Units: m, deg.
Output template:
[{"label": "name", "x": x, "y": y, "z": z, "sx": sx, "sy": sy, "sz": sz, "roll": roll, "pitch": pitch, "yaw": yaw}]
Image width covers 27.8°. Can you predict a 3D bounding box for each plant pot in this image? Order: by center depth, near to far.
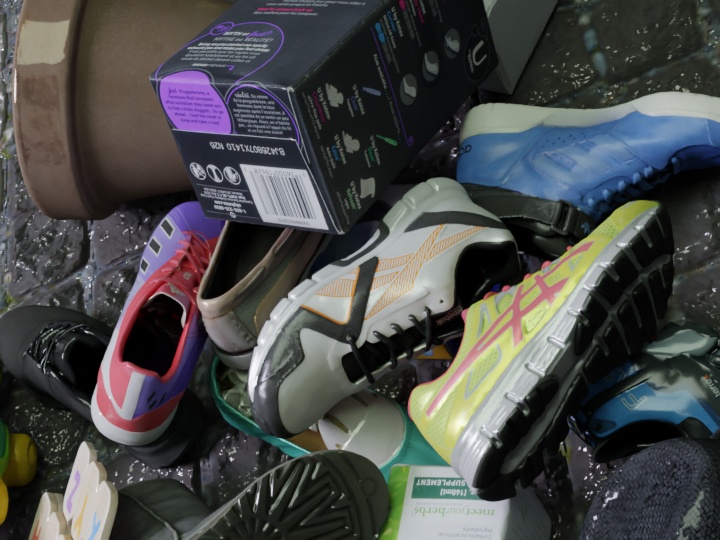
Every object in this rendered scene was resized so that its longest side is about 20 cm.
[{"label": "plant pot", "x": -0.144, "y": -0.134, "z": 1.079, "sx": 0.172, "sy": 0.201, "sz": 0.202, "roll": 4, "pitch": 60, "yaw": 8}]

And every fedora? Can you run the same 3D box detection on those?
[{"label": "fedora", "x": 0.164, "y": 0.151, "z": 0.732, "sx": 0.201, "sy": 0.091, "sz": 0.202, "roll": 126, "pitch": 154, "yaw": -42}]

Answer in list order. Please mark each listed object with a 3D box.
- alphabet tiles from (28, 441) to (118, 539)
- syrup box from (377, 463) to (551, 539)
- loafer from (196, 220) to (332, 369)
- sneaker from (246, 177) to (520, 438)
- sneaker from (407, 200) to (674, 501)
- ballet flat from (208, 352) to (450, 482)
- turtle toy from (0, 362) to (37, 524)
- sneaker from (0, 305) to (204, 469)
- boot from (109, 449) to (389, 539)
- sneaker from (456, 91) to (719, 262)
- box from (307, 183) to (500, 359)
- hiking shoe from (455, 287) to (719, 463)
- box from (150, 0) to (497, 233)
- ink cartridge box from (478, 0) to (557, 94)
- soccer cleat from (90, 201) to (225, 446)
[{"label": "alphabet tiles", "x": -0.190, "y": 0.211, "z": 0.891, "sx": 0.200, "sy": 0.014, "sz": 0.198, "roll": 30, "pitch": 104, "yaw": 68}, {"label": "syrup box", "x": 0.049, "y": 0.216, "z": 0.814, "sx": 0.078, "sy": 0.082, "sz": 0.202, "roll": -3, "pitch": 57, "yaw": 25}, {"label": "loafer", "x": -0.060, "y": -0.030, "z": 0.976, "sx": 0.071, "sy": 0.063, "sz": 0.201, "roll": -7, "pitch": 47, "yaw": 26}, {"label": "sneaker", "x": 0.015, "y": 0.027, "z": 0.874, "sx": 0.200, "sy": 0.074, "sz": 0.080, "roll": -46, "pitch": 50, "yaw": -14}, {"label": "sneaker", "x": 0.100, "y": 0.029, "z": 0.826, "sx": 0.200, "sy": 0.078, "sz": 0.090, "roll": -47, "pitch": 46, "yaw": -16}, {"label": "ballet flat", "x": -0.024, "y": 0.095, "z": 0.933, "sx": 0.199, "sy": 0.071, "sz": 0.068, "roll": 18, "pitch": 68, "yaw": 33}, {"label": "turtle toy", "x": -0.304, "y": 0.109, "z": 1.018, "sx": 0.144, "sy": 0.102, "sz": 0.200, "roll": -3, "pitch": 15, "yaw": 4}, {"label": "sneaker", "x": -0.197, "y": 0.063, "z": 1.025, "sx": 0.199, "sy": 0.091, "sz": 0.076, "roll": 21, "pitch": 72, "yaw": 36}, {"label": "boot", "x": -0.090, "y": 0.157, "z": 0.885, "sx": 0.180, "sy": 0.200, "sz": 0.073, "roll": -24, "pitch": 93, "yaw": -16}, {"label": "sneaker", "x": 0.158, "y": -0.050, "z": 0.939, "sx": 0.197, "sy": 0.077, "sz": 0.113, "roll": 1, "pitch": 70, "yaw": 14}, {"label": "box", "x": 0.000, "y": 0.000, "z": 1.003, "sx": 0.198, "sy": 0.042, "sz": 0.120, "roll": -3, "pitch": 58, "yaw": 27}, {"label": "hiking shoe", "x": 0.138, "y": 0.067, "z": 0.871, "sx": 0.198, "sy": 0.075, "sz": 0.087, "roll": 11, "pitch": 64, "yaw": 31}, {"label": "box", "x": -0.018, "y": -0.128, "z": 0.934, "sx": 0.121, "sy": 0.107, "sz": 0.200, "roll": 10, "pitch": 43, "yaw": 37}, {"label": "ink cartridge box", "x": 0.047, "y": -0.225, "z": 1.095, "sx": 0.198, "sy": 0.084, "sz": 0.147, "roll": 16, "pitch": 68, "yaw": 32}, {"label": "soccer cleat", "x": -0.121, "y": 0.019, "z": 0.956, "sx": 0.068, "sy": 0.073, "sz": 0.201, "roll": 21, "pitch": 48, "yaw": -5}]
